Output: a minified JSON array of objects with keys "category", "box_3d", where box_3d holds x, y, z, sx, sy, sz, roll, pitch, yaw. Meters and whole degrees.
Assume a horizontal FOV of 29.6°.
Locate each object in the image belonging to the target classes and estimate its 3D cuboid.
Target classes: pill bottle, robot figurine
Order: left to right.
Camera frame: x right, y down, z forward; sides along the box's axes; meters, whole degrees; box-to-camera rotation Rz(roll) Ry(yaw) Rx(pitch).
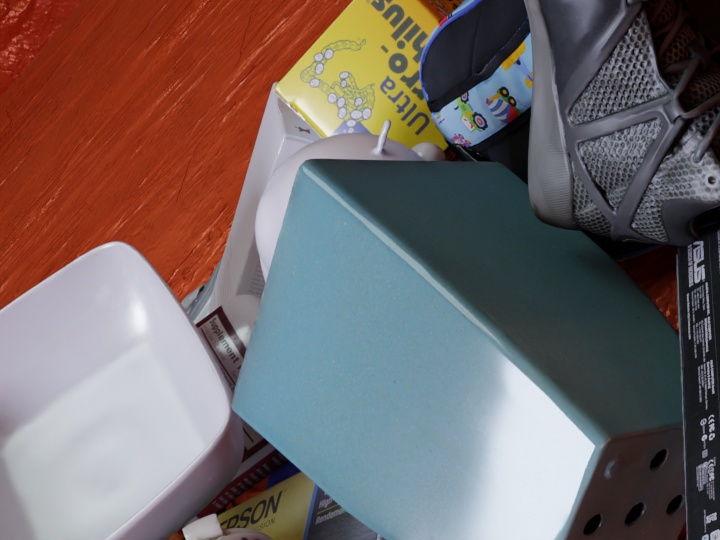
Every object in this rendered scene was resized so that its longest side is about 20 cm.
[{"category":"pill bottle","box_3d":[-0.092,0.091,0.933,0.199,0.114,0.113,-36,25,-3]},{"category":"robot figurine","box_3d":[0.000,0.000,0.800,0.112,0.201,0.170,24,60,22]}]

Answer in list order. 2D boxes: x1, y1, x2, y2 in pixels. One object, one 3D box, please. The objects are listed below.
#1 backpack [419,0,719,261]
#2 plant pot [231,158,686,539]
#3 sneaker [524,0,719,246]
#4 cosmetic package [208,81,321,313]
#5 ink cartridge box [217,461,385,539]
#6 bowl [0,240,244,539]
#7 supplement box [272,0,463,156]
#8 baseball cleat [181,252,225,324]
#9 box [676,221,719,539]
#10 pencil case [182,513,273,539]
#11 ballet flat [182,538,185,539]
[{"category":"backpack","box_3d":[0.137,-0.101,0.728,0.135,0.183,0.199,-46,11,-33]},{"category":"plant pot","box_3d":[0.062,0.054,0.646,0.200,0.140,0.143,39,121,42]},{"category":"sneaker","box_3d":[0.126,-0.094,0.564,0.113,0.201,0.076,18,41,33]},{"category":"cosmetic package","box_3d":[-0.055,-0.023,1.007,0.102,0.073,0.202,-104,31,-59]},{"category":"ink cartridge box","box_3d":[-0.033,0.169,0.844,0.197,0.047,0.202,-34,34,40]},{"category":"bowl","box_3d":[-0.172,0.105,0.838,0.199,0.075,0.200,-36,50,-4]},{"category":"supplement box","box_3d":[0.037,-0.132,0.935,0.110,0.109,0.200,-45,0,18]},{"category":"baseball cleat","box_3d":[-0.109,0.013,1.151,0.201,0.070,0.106,-52,25,4]},{"category":"box","box_3d":[0.209,0.045,0.512,0.163,0.086,0.201,-36,30,37]},{"category":"pencil case","box_3d":[-0.065,0.234,0.707,0.090,0.077,0.202,95,166,-53]},{"category":"ballet flat","box_3d":[-0.130,0.159,1.008,0.067,0.062,0.202,-15,45,58]}]
